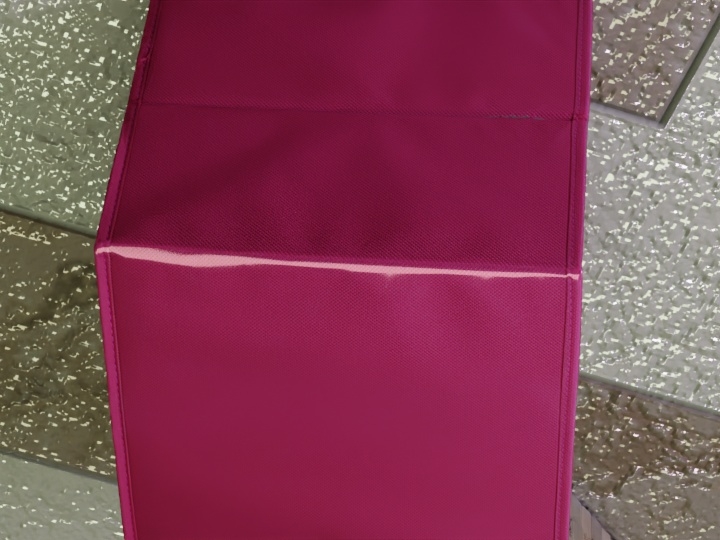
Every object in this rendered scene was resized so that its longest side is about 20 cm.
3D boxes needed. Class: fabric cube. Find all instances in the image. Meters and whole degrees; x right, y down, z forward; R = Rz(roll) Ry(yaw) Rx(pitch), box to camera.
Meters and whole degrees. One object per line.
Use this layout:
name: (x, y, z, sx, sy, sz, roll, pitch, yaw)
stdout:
fabric cube: (0.000, 0.000, 1.293, 0.199, 0.200, 0.196, 2, 134, 5)

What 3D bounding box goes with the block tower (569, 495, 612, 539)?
block tower: (0.083, 0.138, 1.510, 0.054, 0.058, 0.200, -25, 128, 25)
